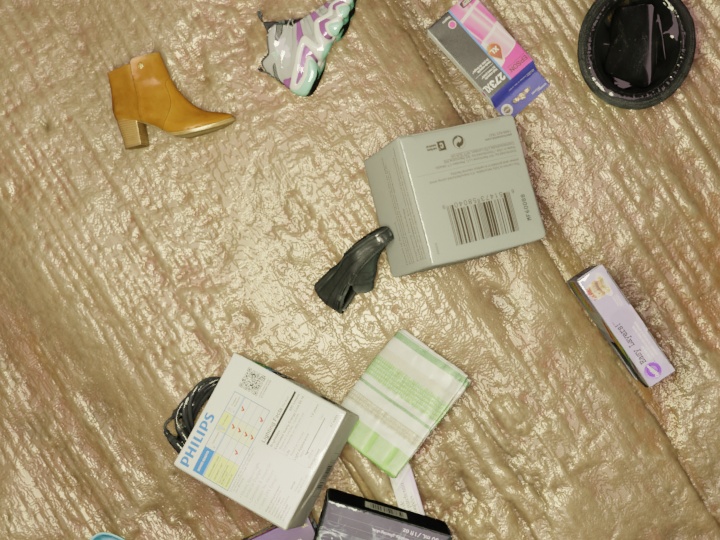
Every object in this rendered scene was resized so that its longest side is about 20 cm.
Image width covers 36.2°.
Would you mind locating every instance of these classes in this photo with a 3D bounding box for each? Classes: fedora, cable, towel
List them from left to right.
[{"bbox_3d":[-0.210,0.271,1.785,0.163,0.051,0.200,-43,84,-4],"label":"cable"},{"bbox_3d":[0.060,0.210,1.746,0.149,0.031,0.200,35,80,23],"label":"towel"},{"bbox_3d":[0.429,-0.348,1.739,0.200,0.092,0.202,0,88,3],"label":"fedora"}]

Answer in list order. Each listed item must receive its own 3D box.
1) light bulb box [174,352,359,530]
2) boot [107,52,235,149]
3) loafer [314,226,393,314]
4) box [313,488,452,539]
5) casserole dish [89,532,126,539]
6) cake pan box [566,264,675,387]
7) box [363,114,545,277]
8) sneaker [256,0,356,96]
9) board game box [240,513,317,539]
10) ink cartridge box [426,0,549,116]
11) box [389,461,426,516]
[{"bbox_3d":[-0.140,0.260,1.685,0.199,0.125,0.199,27,84,13],"label":"light bulb box"},{"bbox_3d":[-0.310,-0.285,1.790,0.200,0.071,0.145,-10,91,8],"label":"boot"},{"bbox_3d":[0.000,0.000,1.722,0.070,0.201,0.068,50,47,6],"label":"loafer"},{"bbox_3d":[0.016,0.460,1.677,0.199,0.124,0.197,16,88,0],"label":"box"},{"bbox_3d":[-0.375,0.505,1.788,0.200,0.039,0.121,30,90,5],"label":"casserole dish"},{"bbox_3d":[0.396,0.084,1.683,0.052,0.184,0.200,-35,87,6],"label":"cake pan box"},{"bbox_3d":[0.139,-0.111,1.683,0.198,0.171,0.201,-14,87,-19],"label":"box"},{"bbox_3d":[-0.100,-0.396,1.779,0.140,0.078,0.201,28,90,3],"label":"sneaker"},{"bbox_3d":[-0.138,0.500,1.765,0.199,0.057,0.166,-26,88,2],"label":"board game box"},{"bbox_3d":[0.207,-0.345,1.782,0.095,0.037,0.200,-42,88,1],"label":"ink cartridge box"},{"bbox_3d":[0.066,0.329,1.766,0.039,0.041,0.201,-17,87,2],"label":"box"}]
